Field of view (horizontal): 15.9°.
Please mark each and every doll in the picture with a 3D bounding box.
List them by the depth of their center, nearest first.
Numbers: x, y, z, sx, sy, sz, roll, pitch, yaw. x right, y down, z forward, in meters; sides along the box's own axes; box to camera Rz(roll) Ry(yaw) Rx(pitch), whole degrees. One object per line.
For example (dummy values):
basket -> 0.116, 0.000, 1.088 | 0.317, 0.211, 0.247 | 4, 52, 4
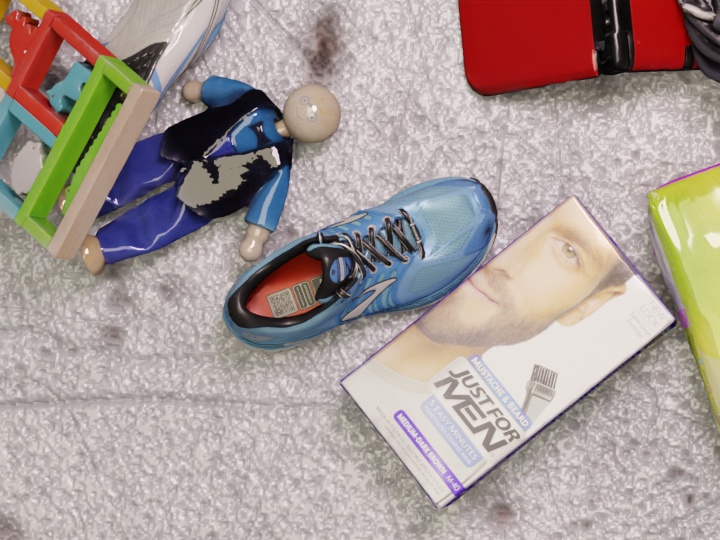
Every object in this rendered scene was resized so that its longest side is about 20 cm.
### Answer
doll -> -0.102, -0.065, 1.734 | 0.200, 0.048, 0.137 | -28, 72, 6

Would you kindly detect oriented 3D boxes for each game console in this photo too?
game console -> 0.163, -0.225, 1.722 | 0.172, 0.119, 0.200 | -4, 87, -23

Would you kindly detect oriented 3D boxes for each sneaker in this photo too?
sneaker -> 0.000, 0.000, 1.697 | 0.200, 0.090, 0.079 | -27, 84, 5
sneaker -> -0.137, -0.148, 1.729 | 0.072, 0.072, 0.200 | 31, 90, 35

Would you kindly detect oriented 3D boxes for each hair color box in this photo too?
hair color box -> 0.098, 0.054, 1.696 | 0.200, 0.065, 0.109 | -39, 83, 3

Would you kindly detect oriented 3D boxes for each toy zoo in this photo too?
toy zoo -> -0.228, -0.115, 1.727 | 0.200, 0.020, 0.131 | 41, 109, 33

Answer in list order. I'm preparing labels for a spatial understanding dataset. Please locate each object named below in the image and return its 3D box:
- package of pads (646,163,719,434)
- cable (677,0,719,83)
package of pads -> 0.282, 0.018, 1.669 | 0.154, 0.068, 0.200 | -21, 84, 6
cable -> 0.283, -0.195, 1.607 | 0.200, 0.051, 0.164 | -18, 75, 31
